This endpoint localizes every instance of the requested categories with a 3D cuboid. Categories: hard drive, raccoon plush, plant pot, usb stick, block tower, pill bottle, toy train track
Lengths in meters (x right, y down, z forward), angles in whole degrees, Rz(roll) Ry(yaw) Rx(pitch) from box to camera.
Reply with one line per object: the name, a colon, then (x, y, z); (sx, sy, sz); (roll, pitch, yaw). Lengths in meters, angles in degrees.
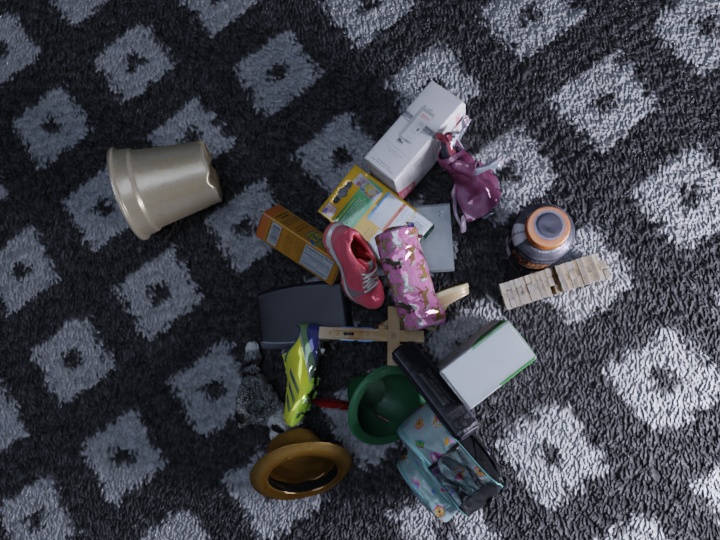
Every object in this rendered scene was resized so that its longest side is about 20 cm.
hard drive: (0.088, -0.060, 1.141); (0.200, 0.033, 0.140); (-4, 83, 9)
hard drive: (-0.118, 0.091, 1.151); (0.200, 0.042, 0.135); (-8, 82, 8)
raccoon plush: (-0.176, 0.244, 1.121); (0.134, 0.097, 0.200); (1, 83, 3)
plant pot: (-0.398, -0.184, 1.170); (0.183, 0.200, 0.201); (-16, 81, -5)
usb stick: (0.129, 0.207, 0.980); (0.055, 0.033, 0.200); (-25, 56, -22)
block tower: (0.369, 0.022, 1.074); (0.200, 0.058, 0.054); (-18, 81, 5)
pill bottle: (0.327, -0.062, 1.016); (0.106, 0.200, 0.106); (-1, 83, 10)
toy train track: (0.020, 0.127, 1.068); (0.200, 0.033, 0.115); (3, 69, -1)

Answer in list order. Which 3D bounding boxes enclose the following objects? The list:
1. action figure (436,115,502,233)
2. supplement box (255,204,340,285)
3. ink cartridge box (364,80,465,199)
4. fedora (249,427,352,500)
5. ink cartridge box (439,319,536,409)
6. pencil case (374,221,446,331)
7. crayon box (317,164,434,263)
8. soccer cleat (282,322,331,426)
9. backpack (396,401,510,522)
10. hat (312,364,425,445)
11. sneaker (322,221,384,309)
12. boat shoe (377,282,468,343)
action figure: (0.192, -0.196, 1.071); (0.149, 0.200, 0.134); (-37, 40, 18)
supplement box: (-0.115, -0.054, 1.146); (0.200, 0.067, 0.069); (35, 124, 10)
ink cartridge box: (0.111, -0.251, 1.102); (0.083, 0.147, 0.200); (41, 90, 13)
fedora: (-0.117, 0.364, 1.075); (0.200, 0.201, 0.082); (-27, 42, 5)
ink cartridge box: (0.222, 0.163, 1.008); (0.147, 0.200, 0.083); (-39, 82, 4)
pencil case: (0.093, 0.014, 1.028); (0.086, 0.083, 0.200); (-17, 88, 17)
crayon box: (0.031, -0.102, 1.112); (0.200, 0.052, 0.126); (39, 91, 11)
soccer cleat: (-0.119, 0.199, 1.080); (0.084, 0.065, 0.200); (13, 77, 13)
backpack: (0.153, 0.342, 1.010); (0.153, 0.176, 0.200); (-37, 66, 7)
hat: (0.004, 0.238, 1.123); (0.200, 0.176, 0.166); (14, 95, -31)
sneaker: (0.000, 0.000, 1.061); (0.074, 0.087, 0.200); (-41, 117, -24)
boat shoe: (0.132, 0.088, 1.101); (0.200, 0.071, 0.065); (-30, 84, 15)
